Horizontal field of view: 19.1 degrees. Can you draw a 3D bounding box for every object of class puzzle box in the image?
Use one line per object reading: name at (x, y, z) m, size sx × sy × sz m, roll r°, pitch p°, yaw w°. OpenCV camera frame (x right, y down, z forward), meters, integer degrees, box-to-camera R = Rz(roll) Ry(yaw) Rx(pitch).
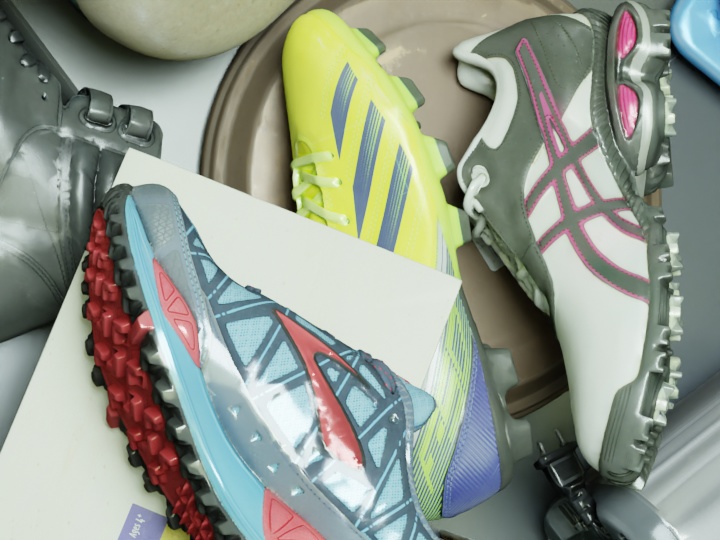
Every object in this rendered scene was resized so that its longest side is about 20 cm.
puzzle box at (-0.060, 0.072, 0.764) m, size 0.133 × 0.025 × 0.201 m, roll 22°, pitch 83°, yaw 2°

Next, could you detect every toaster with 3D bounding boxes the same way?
toaster at (0.168, 0.115, 0.854) m, size 0.129 × 0.114 × 0.200 m, roll -37°, pitch 92°, yaw -18°

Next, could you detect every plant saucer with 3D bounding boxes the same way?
plant saucer at (0.034, -0.034, 0.871) m, size 0.199 × 0.029 × 0.201 m, roll 1°, pitch 85°, yaw -15°

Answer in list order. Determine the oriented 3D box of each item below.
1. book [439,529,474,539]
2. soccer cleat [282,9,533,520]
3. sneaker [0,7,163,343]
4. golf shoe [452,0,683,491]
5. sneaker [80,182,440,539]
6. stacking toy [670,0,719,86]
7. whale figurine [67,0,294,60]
book at (0.099, 0.190, 0.817) m, size 0.048 × 0.134 × 0.200 m, roll -44°, pitch 98°, yaw -13°
soccer cleat at (0.000, 0.000, 0.812) m, size 0.083 × 0.065 × 0.201 m, roll -19°, pitch 91°, yaw -11°
sneaker at (-0.131, -0.073, 0.812) m, size 0.099 × 0.071 × 0.201 m, roll -11°, pitch 95°, yaw -17°
golf shoe at (0.080, -0.009, 0.817) m, size 0.088 × 0.077 × 0.201 m, roll -2°, pitch 60°, yaw 5°
sneaker at (-0.025, 0.055, 0.728) m, size 0.095 × 0.079 × 0.201 m, roll -24°, pitch 81°, yaw -26°
stacking toy at (0.218, -0.122, 0.835) m, size 0.110 × 0.200 × 0.116 m, roll 33°, pitch 78°, yaw -10°
whale figurine at (-0.082, -0.170, 0.777) m, size 0.159 × 0.200 × 0.104 m, roll -47°, pitch 53°, yaw -11°
